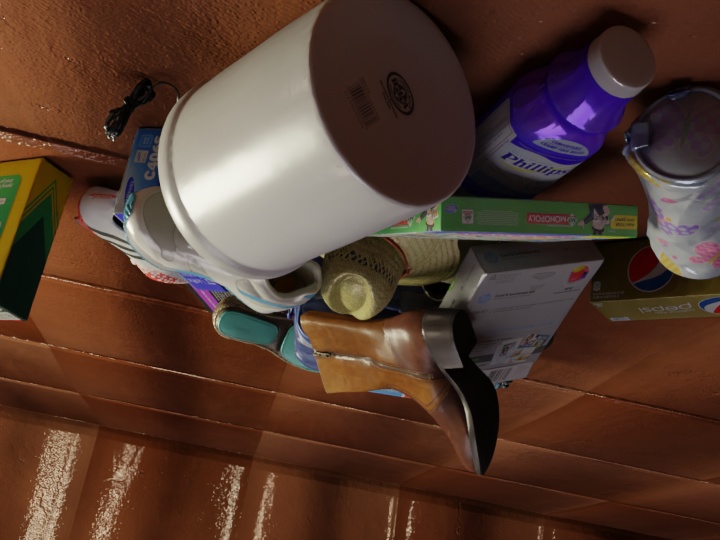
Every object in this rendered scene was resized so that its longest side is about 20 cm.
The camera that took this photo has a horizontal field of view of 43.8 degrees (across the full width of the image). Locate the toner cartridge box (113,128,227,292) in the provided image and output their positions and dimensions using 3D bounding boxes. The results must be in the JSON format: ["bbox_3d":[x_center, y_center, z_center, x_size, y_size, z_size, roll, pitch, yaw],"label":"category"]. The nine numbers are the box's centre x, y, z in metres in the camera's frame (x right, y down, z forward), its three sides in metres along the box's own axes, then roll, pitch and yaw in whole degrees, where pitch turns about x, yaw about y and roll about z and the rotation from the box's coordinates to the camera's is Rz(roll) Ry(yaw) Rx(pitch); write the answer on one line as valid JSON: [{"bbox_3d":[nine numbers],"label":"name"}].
[{"bbox_3d":[-0.186,-0.058,0.956,0.042,0.097,0.200,3,158,16],"label":"toner cartridge box"}]

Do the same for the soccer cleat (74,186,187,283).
[{"bbox_3d":[-0.251,-0.039,1.079,0.084,0.070,0.200,-1,152,38],"label":"soccer cleat"}]

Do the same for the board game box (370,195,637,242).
[{"bbox_3d":[0.118,-0.042,0.771,0.196,0.030,0.134,1,-179,-26],"label":"board game box"}]

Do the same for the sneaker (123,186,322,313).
[{"bbox_3d":[-0.122,-0.024,0.820,0.198,0.078,0.080,27,155,-36],"label":"sneaker"}]

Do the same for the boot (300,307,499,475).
[{"bbox_3d":[0.037,0.128,0.947,0.197,0.069,0.191,-5,120,34],"label":"boot"}]

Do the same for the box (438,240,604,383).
[{"bbox_3d":[0.151,0.051,0.963,0.153,0.042,0.202,-6,141,-27],"label":"box"}]

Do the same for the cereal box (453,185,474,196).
[{"bbox_3d":[0.021,-0.091,0.847,0.143,0.040,0.198,29,153,-36],"label":"cereal box"}]

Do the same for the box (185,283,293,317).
[{"bbox_3d":[-0.138,0.033,1.255,0.196,0.037,0.143,8,160,11],"label":"box"}]

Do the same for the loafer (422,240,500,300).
[{"bbox_3d":[0.108,-0.019,0.946,0.074,0.070,0.201,15,160,1],"label":"loafer"}]

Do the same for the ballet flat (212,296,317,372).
[{"bbox_3d":[-0.112,0.082,1.243,0.198,0.071,0.066,27,-164,-23],"label":"ballet flat"}]

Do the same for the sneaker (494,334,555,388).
[{"bbox_3d":[0.211,0.125,1.260,0.072,0.083,0.200,16,157,-12],"label":"sneaker"}]

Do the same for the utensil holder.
[{"bbox_3d":[-0.034,-0.098,0.681,0.168,0.173,0.198,24,152,-34],"label":"utensil holder"}]

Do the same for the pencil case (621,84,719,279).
[{"bbox_3d":[0.273,-0.064,0.736,0.089,0.085,0.200,-15,152,19],"label":"pencil case"}]

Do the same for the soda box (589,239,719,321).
[{"bbox_3d":[0.338,0.006,0.910,0.197,0.069,0.064,-6,155,37],"label":"soda box"}]

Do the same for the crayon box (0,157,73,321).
[{"bbox_3d":[-0.440,-0.034,1.025,0.196,0.176,0.058,-1,154,28],"label":"crayon box"}]

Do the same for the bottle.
[{"bbox_3d":[0.147,-0.115,0.690,0.082,0.067,0.200,10,160,-18],"label":"bottle"}]

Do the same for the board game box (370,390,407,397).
[{"bbox_3d":[0.049,0.115,1.224,0.150,0.041,0.200,9,-166,5],"label":"board game box"}]

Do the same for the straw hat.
[{"bbox_3d":[0.000,0.000,0.882,0.197,0.086,0.202,15,154,7],"label":"straw hat"}]

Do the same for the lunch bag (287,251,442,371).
[{"bbox_3d":[0.004,0.046,1.072,0.196,0.139,0.133,9,156,-4],"label":"lunch bag"}]

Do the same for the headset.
[{"bbox_3d":[-0.143,-0.091,0.832,0.122,0.095,0.201,-1,136,53],"label":"headset"}]
